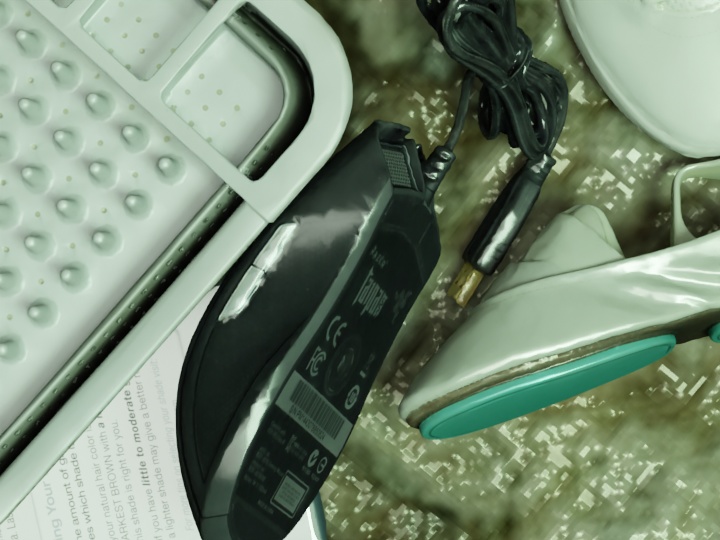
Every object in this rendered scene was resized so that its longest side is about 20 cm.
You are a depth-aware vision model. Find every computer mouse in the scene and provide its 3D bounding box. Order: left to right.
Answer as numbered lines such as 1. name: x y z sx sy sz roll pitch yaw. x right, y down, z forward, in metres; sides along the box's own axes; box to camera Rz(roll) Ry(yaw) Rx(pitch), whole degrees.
1. computer mouse: 0.000 0.000 0.771 0.046 0.140 0.201 25 85 22

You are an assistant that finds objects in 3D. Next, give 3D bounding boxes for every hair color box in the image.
1. hair color box: -0.118 0.066 0.809 0.199 0.061 0.099 -12 96 -1

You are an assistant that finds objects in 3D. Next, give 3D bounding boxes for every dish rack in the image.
1. dish rack: -0.118 -0.036 0.724 0.172 0.044 0.200 42 89 5

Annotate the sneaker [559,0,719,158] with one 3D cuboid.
1. sneaker: 0.097 -0.133 0.778 0.075 0.088 0.201 -14 97 -1

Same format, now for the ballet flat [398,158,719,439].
1. ballet flat: 0.102 0.001 0.811 0.199 0.069 0.070 -16 96 -4
